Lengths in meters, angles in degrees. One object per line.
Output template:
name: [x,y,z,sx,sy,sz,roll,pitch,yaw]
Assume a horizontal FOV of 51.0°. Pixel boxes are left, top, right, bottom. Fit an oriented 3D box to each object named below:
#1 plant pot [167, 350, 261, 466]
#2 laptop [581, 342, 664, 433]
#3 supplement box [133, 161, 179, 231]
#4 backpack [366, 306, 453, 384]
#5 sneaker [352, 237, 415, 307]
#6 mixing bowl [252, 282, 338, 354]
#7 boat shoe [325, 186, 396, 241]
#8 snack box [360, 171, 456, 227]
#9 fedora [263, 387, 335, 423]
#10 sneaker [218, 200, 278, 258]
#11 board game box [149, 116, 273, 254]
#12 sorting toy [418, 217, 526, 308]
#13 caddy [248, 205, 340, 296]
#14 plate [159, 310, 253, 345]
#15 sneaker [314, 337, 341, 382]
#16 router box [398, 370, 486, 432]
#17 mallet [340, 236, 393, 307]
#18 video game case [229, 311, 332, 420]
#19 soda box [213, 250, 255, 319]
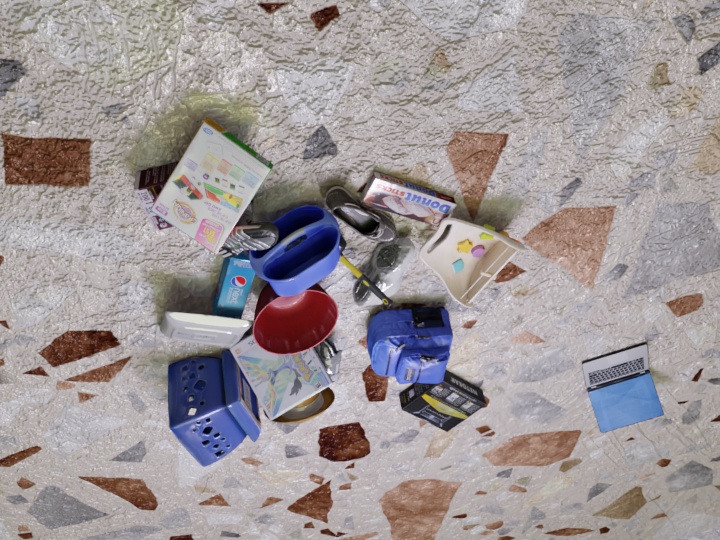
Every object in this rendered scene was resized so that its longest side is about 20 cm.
plant pot: [-0.355,0.332,1.868,0.176,0.203,0.202,-19,135,3]
laptop: [0.733,0.329,2.107,0.183,0.118,0.202,-18,135,8]
supplement box: [-0.328,-0.156,1.475,0.195,0.062,0.110,-14,134,3]
backpack: [0.115,0.181,1.818,0.194,0.170,0.165,3,128,-7]
sneaker: [0.067,0.003,1.707,0.098,0.079,0.200,7,134,-44]
mixing bowl: [-0.157,0.082,1.697,0.195,0.109,0.203,-13,135,-13]
boat shoe: [0.003,-0.102,1.589,0.198,0.058,0.067,32,123,-34]
snack box: [0.101,-0.147,1.585,0.196,0.025,0.072,15,131,-23]
fedora: [-0.160,0.305,1.899,0.195,0.201,0.084,-11,109,1]
sneaker: [-0.225,-0.101,1.501,0.197,0.118,0.074,-11,147,44]
board game box: [-0.277,-0.155,1.405,0.151,0.040,0.201,34,106,-13]
sorting toy: [0.228,-0.043,1.660,0.177,0.108,0.201,22,127,-23]
caddy: [-0.131,-0.045,1.539,0.198,0.142,0.106,-33,153,-13]
plate: [-0.356,0.138,1.722,0.195,0.033,0.199,8,162,-17]
sneaker: [-0.136,0.193,1.856,0.195,0.075,0.118,15,105,-1]
router box: [0.228,0.359,2.093,0.198,0.053,0.157,31,122,-34]
mallet: [0.000,0.000,1.647,0.198,0.041,0.066,37,121,-1]
video game case: [-0.189,0.227,1.807,0.180,0.022,0.203,-30,93,8]
soda box: [-0.275,0.023,1.659,0.063,0.069,0.202,8,133,-18]
